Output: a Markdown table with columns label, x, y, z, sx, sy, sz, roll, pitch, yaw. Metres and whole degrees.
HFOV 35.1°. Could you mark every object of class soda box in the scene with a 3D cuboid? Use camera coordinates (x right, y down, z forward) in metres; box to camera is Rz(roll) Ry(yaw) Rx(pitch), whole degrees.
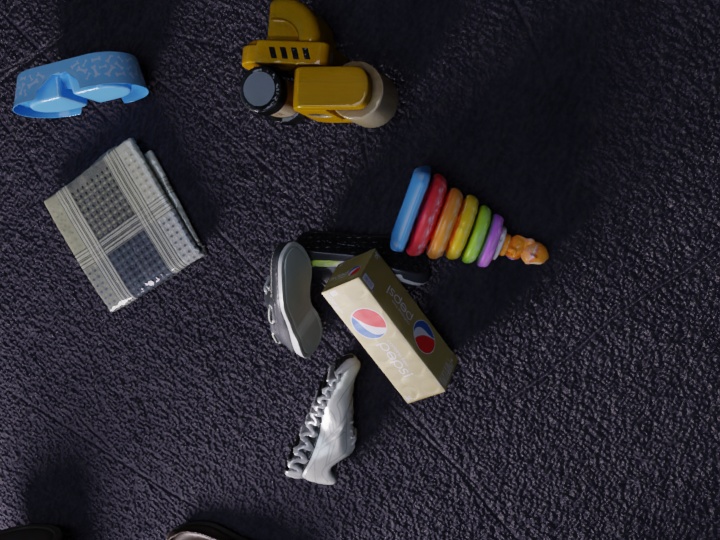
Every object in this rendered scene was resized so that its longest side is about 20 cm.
| label | x | y | z | sx | sy | sz | roll | pitch | yaw |
| --- | --- | --- | --- | --- | --- | --- | --- | --- | --- |
| soda box | 0.040 | 0.074 | 1.472 | 0.067 | 0.064 | 0.201 | -22 | 114 | 36 |

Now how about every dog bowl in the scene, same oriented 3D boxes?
| label | x | y | z | sx | sy | sz | roll | pitch | yaw |
| --- | --- | --- | --- | --- | --- | --- | --- | --- | --- |
| dog bowl | -0.389 | -0.257 | 1.574 | 0.198 | 0.111 | 0.050 | -10 | 85 | 20 |

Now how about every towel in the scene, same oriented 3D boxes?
| label | x | y | z | sx | sy | sz | roll | pitch | yaw |
| --- | --- | --- | --- | --- | --- | --- | --- | --- | --- |
| towel | -0.339 | -0.066 | 1.637 | 0.192 | 0.035 | 0.201 | -30 | 92 | 25 |

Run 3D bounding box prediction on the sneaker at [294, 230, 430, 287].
| label | x | y | z | sx | sy | sz | roll | pitch | yaw |
| --- | --- | --- | --- | --- | --- | --- | --- | --- | --- |
| sneaker | 0.000 | 0.000 | 1.523 | 0.198 | 0.072 | 0.084 | 12 | 128 | 17 |

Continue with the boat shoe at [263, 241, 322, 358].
| label | x | y | z | sx | sy | sz | roll | pitch | yaw |
| --- | --- | --- | --- | --- | --- | --- | --- | --- | --- |
| boat shoe | -0.100 | 0.037 | 1.513 | 0.060 | 0.076 | 0.201 | 20 | 137 | 26 |

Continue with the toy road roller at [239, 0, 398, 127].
| label | x | y | z | sx | sy | sz | roll | pitch | yaw |
| --- | --- | --- | --- | --- | --- | --- | --- | --- | --- |
| toy road roller | -0.053 | -0.263 | 1.444 | 0.198 | 0.123 | 0.148 | 5 | 91 | 16 |

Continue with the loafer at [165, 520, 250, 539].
| label | x | y | z | sx | sy | sz | roll | pitch | yaw |
| --- | --- | --- | --- | --- | --- | --- | --- | --- | --- |
| loafer | -0.202 | 0.421 | 1.661 | 0.198 | 0.071 | 0.074 | 9 | 104 | 17 |

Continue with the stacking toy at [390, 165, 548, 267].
| label | x | y | z | sx | sy | sz | roll | pitch | yaw |
| --- | --- | --- | --- | --- | --- | --- | --- | --- | --- |
| stacking toy | 0.145 | -0.048 | 1.446 | 0.198 | 0.116 | 0.111 | 20 | 102 | 0 |

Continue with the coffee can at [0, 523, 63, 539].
| label | x | y | z | sx | sy | sz | roll | pitch | yaw |
| --- | --- | --- | --- | --- | --- | --- | --- | --- | --- |
| coffee can | -0.516 | 0.512 | 1.747 | 0.145 | 0.146 | 0.202 | -3 | 100 | 19 |

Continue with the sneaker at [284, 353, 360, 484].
| label | x | y | z | sx | sy | sz | roll | pitch | yaw |
| --- | --- | --- | --- | --- | --- | --- | --- | --- | --- |
| sneaker | -0.036 | 0.207 | 1.570 | 0.080 | 0.075 | 0.202 | 23 | 110 | -1 |
